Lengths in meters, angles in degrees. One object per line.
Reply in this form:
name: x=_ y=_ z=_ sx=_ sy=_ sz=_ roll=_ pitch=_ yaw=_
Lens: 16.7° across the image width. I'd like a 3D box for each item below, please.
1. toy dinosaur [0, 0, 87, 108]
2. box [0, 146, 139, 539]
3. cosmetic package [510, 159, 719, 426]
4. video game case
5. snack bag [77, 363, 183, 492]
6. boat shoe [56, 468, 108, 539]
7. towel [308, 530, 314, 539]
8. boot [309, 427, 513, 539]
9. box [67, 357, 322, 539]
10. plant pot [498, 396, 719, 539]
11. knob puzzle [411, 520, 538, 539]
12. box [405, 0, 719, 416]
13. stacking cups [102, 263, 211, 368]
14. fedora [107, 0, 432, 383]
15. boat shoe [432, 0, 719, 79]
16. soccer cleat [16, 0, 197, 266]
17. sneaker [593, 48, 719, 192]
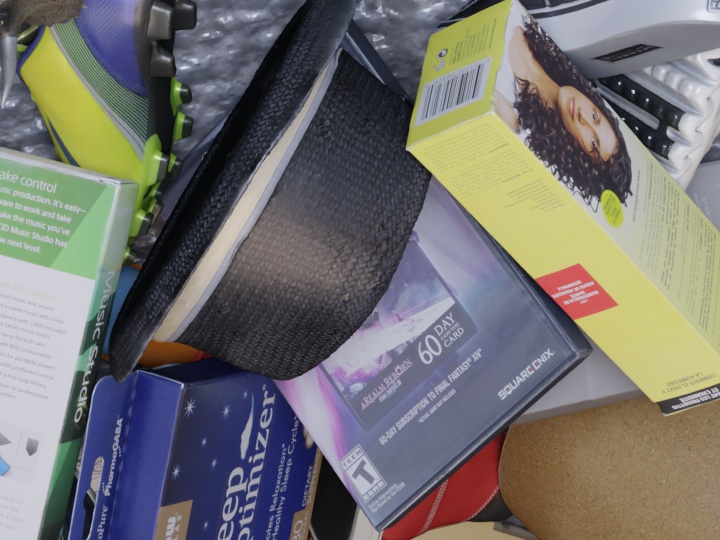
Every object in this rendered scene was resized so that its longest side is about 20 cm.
toy dinosaur: x=-0.100 y=-0.157 z=1.007 sx=0.199 sy=0.077 sz=0.103 roll=-26 pitch=122 yaw=-18
box: x=-0.191 y=0.039 z=1.109 sx=0.143 sy=0.036 sz=0.201 roll=15 pitch=98 yaw=10
cosmetic package: x=0.115 y=0.014 z=1.202 sx=0.199 sy=0.108 sz=0.090 roll=-9 pitch=172 yaw=-16
video game case: x=0.000 y=0.000 z=1.140 sx=0.143 sy=0.200 sz=0.019 roll=-43 pitch=165 yaw=29
snack bag: x=-0.131 y=0.107 z=1.282 sx=0.188 sy=0.022 sz=0.200 roll=-27 pitch=160 yaw=16
boat shoe: x=-0.195 y=0.077 z=1.168 sx=0.075 sy=0.200 sz=0.062 roll=-46 pitch=165 yaw=16
towel: x=-0.107 y=0.190 z=1.405 sx=0.199 sy=0.023 sz=0.145 roll=-9 pitch=140 yaw=-25
boot: x=0.058 y=0.062 z=1.318 sx=0.143 sy=0.072 sz=0.201 roll=-8 pitch=132 yaw=-32
box: x=-0.074 y=0.102 z=1.191 sx=0.200 sy=0.032 sz=0.122 roll=-8 pitch=111 yaw=-62
plant pot: x=0.203 y=0.138 z=1.298 sx=0.185 sy=0.200 sz=0.187 roll=-22 pitch=141 yaw=-19
knob puzzle: x=0.000 y=0.194 z=1.437 sx=0.218 sy=0.031 sz=0.220 roll=-22 pitch=149 yaw=-14
box: x=0.102 y=-0.024 z=1.077 sx=0.050 sy=0.076 sz=0.200 roll=-21 pitch=130 yaw=33
stacking cups: x=-0.136 y=0.018 z=1.211 sx=0.199 sy=0.061 sz=0.060 roll=25 pitch=125 yaw=-38
fedora: x=-0.029 y=-0.020 z=1.072 sx=0.091 sy=0.201 sz=0.201 roll=30 pitch=127 yaw=-7
boat shoe: x=0.101 y=-0.127 z=1.083 sx=0.073 sy=0.069 sz=0.199 roll=5 pitch=173 yaw=-30
soccer cleat: x=-0.122 y=-0.079 z=1.118 sx=0.083 sy=0.065 sz=0.201 roll=16 pitch=140 yaw=5
sneaker: x=0.164 y=-0.109 z=1.124 sx=0.081 sy=0.075 sz=0.201 roll=-1 pitch=121 yaw=-36
